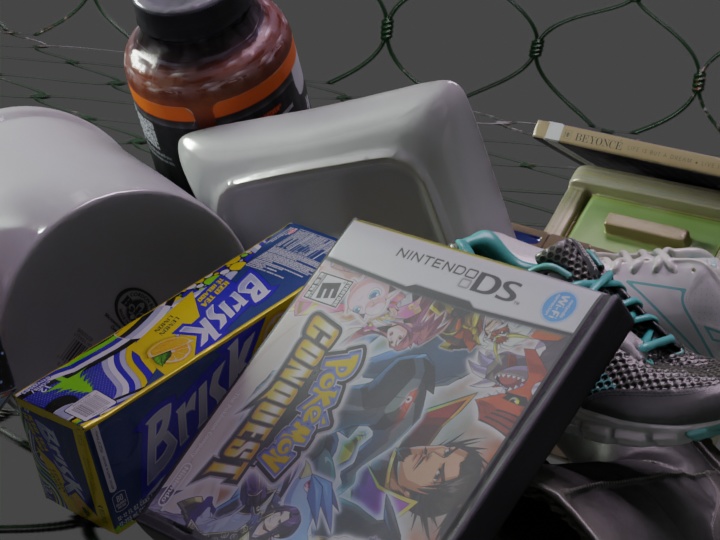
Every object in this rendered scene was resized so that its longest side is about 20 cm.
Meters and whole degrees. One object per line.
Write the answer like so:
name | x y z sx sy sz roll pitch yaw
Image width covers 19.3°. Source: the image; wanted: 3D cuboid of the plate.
plate | 0.000 0.000 1.233 0.200 0.200 0.032 -9 22 32

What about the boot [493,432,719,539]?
boot | 0.113 0.110 1.084 0.182 0.073 0.200 35 26 33

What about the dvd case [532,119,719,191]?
dvd case | 0.228 -0.054 1.347 0.200 0.016 0.149 15 -4 35

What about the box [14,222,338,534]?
box | -0.081 0.054 1.124 0.200 0.070 0.064 -33 34 -33

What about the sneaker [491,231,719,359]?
sneaker | 0.154 0.016 1.150 0.200 0.080 0.070 24 23 2

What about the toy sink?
toy sink | 0.185 0.011 1.340 0.130 0.112 0.200 15 56 30

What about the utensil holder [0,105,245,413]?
utensil holder | -0.170 0.003 1.263 0.170 0.170 0.200 2 14 -29

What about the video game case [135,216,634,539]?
video game case | 0.009 0.073 1.028 0.181 0.200 0.026 18 -26 42

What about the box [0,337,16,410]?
box | -0.236 -0.016 1.131 0.038 0.200 0.137 -16 -6 -17

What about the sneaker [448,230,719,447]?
sneaker | 0.112 0.031 1.063 0.200 0.091 0.078 12 19 35

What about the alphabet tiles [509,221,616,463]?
alphabet tiles | 0.075 0.046 1.281 0.200 0.167 0.006 18 -19 44

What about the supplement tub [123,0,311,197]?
supplement tub | -0.083 -0.100 1.311 0.107 0.200 0.107 -8 42 7

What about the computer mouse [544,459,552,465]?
computer mouse | 0.025 0.110 1.173 0.200 0.053 0.138 29 18 29
